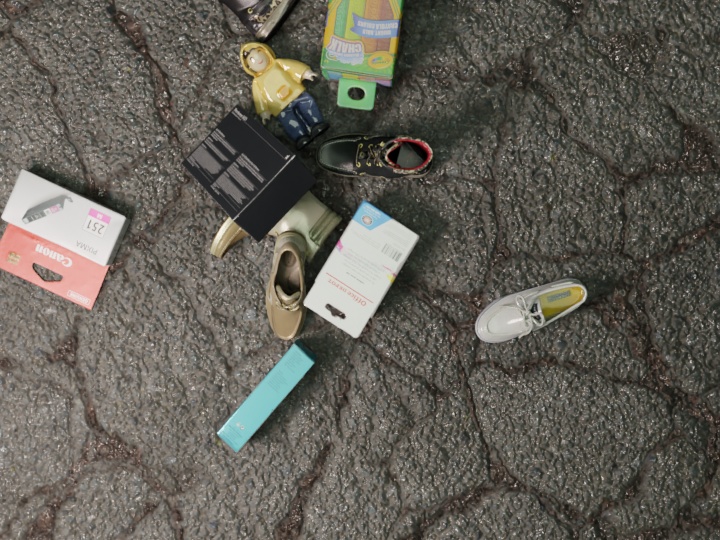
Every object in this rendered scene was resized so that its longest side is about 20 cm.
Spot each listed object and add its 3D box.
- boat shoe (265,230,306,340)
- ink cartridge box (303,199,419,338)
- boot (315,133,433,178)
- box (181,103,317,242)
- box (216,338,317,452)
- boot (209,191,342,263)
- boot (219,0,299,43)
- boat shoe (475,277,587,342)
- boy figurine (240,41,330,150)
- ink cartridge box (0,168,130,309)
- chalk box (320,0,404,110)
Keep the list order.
[{"bbox_3d":[-0.122,0.036,1.668,0.071,0.065,0.203,7,119,-1],"label":"boat shoe"},{"bbox_3d":[0.000,0.000,1.687,0.114,0.068,0.202,32,86,0],"label":"ink cartridge box"},{"bbox_3d":[0.024,-0.191,1.645,0.200,0.154,0.075,5,92,0],"label":"boot"},{"bbox_3d":[-0.182,-0.160,1.629,0.141,0.079,0.200,-47,47,1],"label":"box"},{"bbox_3d":[-0.156,0.210,1.698,0.049,0.082,0.201,41,92,0],"label":"box"},{"bbox_3d":[-0.143,-0.062,1.696,0.155,0.072,0.200,43,92,-3],"label":"boot"},{"bbox_3d":[-0.160,-0.502,1.679,0.150,0.073,0.201,36,99,-3],"label":"boot"},{"bbox_3d":[0.289,0.070,1.684,0.199,0.086,0.076,-19,92,1],"label":"boat shoe"},{"bbox_3d":[-0.129,-0.306,1.688,0.123,0.064,0.201,-33,94,11],"label":"boy figurine"},{"bbox_3d":[-0.517,-0.052,1.714,0.197,0.044,0.176,24,91,0],"label":"ink cartridge box"},{"bbox_3d":[0.002,-0.369,1.654,0.122,0.124,0.204,7,92,1],"label":"chalk box"}]
